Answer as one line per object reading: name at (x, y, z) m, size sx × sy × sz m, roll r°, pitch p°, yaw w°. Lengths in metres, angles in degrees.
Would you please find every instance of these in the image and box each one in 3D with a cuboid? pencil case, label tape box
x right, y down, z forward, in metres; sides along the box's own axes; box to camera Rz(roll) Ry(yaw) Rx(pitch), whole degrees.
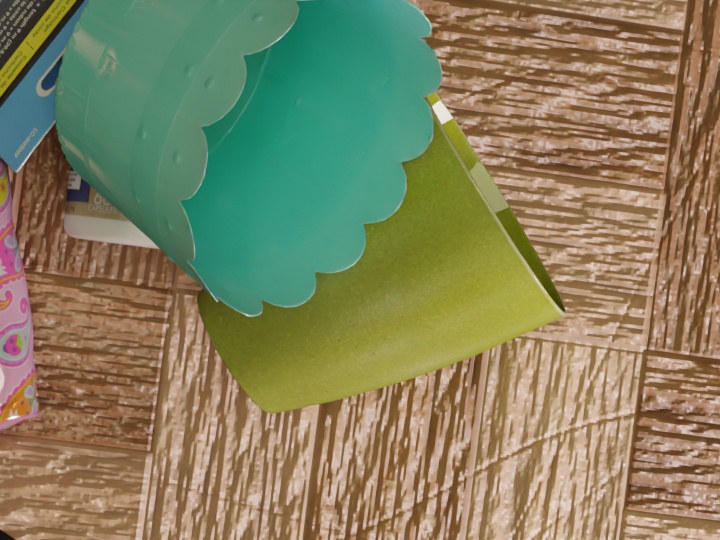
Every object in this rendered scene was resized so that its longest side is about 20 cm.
pencil case at (-0.258, 0.009, 1.277) m, size 0.087 × 0.087 × 0.202 m, roll -6°, pitch 93°, yaw -7°
label tape box at (-0.201, -0.157, 1.227) m, size 0.144 × 0.066 × 0.200 m, roll -50°, pitch 54°, yaw 5°

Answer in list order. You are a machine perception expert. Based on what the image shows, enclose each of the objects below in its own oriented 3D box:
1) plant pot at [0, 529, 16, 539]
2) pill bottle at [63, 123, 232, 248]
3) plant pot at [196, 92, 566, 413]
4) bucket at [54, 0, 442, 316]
plant pot at (-0.324, 0.232, 1.226) m, size 0.199 × 0.177 × 0.201 m, roll 35°, pitch 88°, yaw -5°
pill bottle at (-0.127, -0.115, 1.279) m, size 0.110 × 0.111 × 0.202 m, roll 7°, pitch 90°, yaw -7°
plant pot at (0.000, 0.000, 1.276) m, size 0.199 × 0.187 × 0.188 m, roll -32°, pitch 94°, yaw 8°
bucket at (-0.066, -0.094, 1.134) m, size 0.134 × 0.207 × 0.208 m, roll 34°, pitch 86°, yaw 32°
